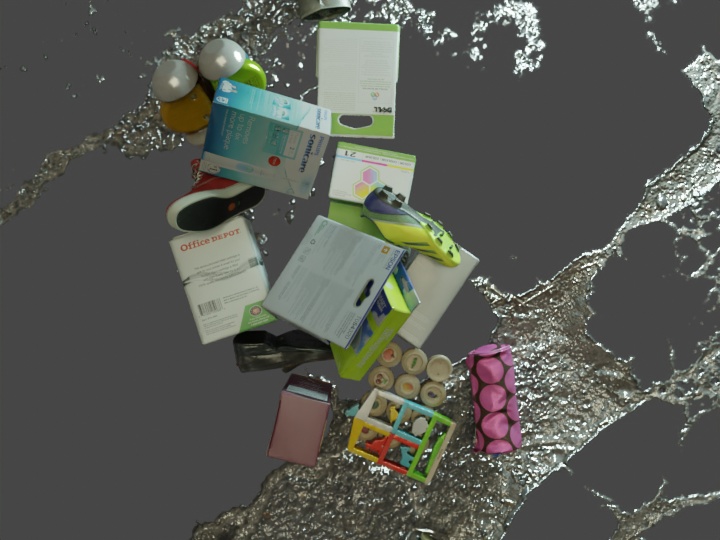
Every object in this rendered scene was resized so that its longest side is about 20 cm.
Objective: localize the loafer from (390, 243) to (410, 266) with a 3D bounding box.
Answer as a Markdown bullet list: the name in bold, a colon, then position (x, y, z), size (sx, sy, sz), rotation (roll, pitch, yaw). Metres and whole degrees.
- **loafer**: position (0.000, 0.000, 1.224), size (0.200, 0.075, 0.070), rotation (-34, 61, 5)

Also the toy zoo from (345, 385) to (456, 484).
- **toy zoo**: position (0.063, 0.303, 1.243), size (0.199, 0.020, 0.132), rotation (23, 96, -2)

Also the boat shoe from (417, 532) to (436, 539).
- **boat shoe**: position (0.170, 0.579, 1.240), size (0.065, 0.073, 0.200), rotation (-43, 91, -5)

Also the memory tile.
- **memory tile**: position (0.080, 0.242, 1.255), size (0.153, 0.017, 0.201), rotation (17, 95, -1)

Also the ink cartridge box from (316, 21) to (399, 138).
- **ink cartridge box**: position (-0.008, -0.343, 1.222), size (0.147, 0.076, 0.201), rotation (2, 95, -1)

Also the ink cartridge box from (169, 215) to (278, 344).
- **ink cartridge box**: position (-0.246, 0.017, 1.223), size (0.146, 0.083, 0.201), rotation (-17, 91, -2)

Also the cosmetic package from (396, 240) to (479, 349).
- **cosmetic package**: position (0.119, 0.033, 1.230), size (0.107, 0.090, 0.200), rotation (36, 87, -1)

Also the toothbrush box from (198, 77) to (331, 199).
- **toothbrush box**: position (-0.164, -0.224, 1.147), size (0.199, 0.086, 0.147), rotation (14, 133, -14)

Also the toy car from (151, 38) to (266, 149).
- **toy car**: position (-0.271, -0.334, 1.200), size (0.199, 0.175, 0.150), rotation (-23, 52, 3)

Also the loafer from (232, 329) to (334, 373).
- **loafer**: position (-0.136, 0.156, 1.242), size (0.199, 0.073, 0.073), rotation (2, 112, 2)

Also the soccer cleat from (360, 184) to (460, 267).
- **soccer cleat**: position (0.088, -0.066, 1.172), size (0.200, 0.065, 0.084), rotation (39, 119, 0)

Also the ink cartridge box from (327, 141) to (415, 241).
- **ink cartridge box**: position (0.013, -0.120, 1.230), size (0.147, 0.076, 0.201), rotation (10, 89, -1)

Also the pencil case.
- **pencil case**: position (0.244, 0.239, 1.233), size (0.093, 0.091, 0.201), rotation (-6, 88, 6)

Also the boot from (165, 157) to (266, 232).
- **boot**: position (-0.287, -0.142, 1.174), size (0.144, 0.200, 0.073), rotation (34, 130, 25)

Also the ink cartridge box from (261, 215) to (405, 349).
- **ink cartridge box**: position (-0.044, 0.021, 1.140), size (0.199, 0.043, 0.197), rotation (24, 75, 31)

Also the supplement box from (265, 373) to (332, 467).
- **supplement box**: position (-0.103, 0.257, 1.169), size (0.085, 0.200, 0.111), rotation (14, 90, -1)

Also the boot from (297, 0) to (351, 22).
- **boot**: position (-0.122, -0.564, 1.235), size (0.181, 0.073, 0.201), rotation (-10, 97, 1)

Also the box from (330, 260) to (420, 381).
- **box**: position (0.016, 0.082, 1.161), size (0.047, 0.122, 0.200), rotation (16, 124, -31)
